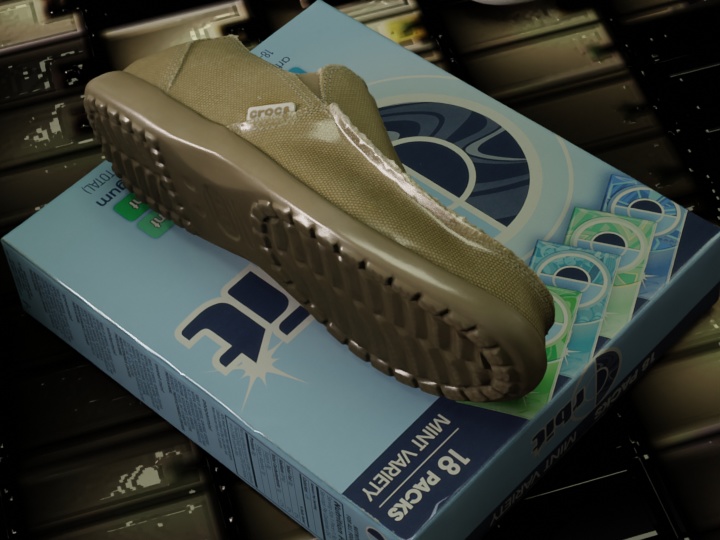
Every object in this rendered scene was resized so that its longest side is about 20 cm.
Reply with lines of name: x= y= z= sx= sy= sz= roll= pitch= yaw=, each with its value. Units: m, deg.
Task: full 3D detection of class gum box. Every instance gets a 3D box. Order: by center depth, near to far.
gum box: x=0.000 y=0.000 z=0.628 sx=0.200 sy=0.045 sz=0.170 roll=34 pitch=60 yaw=28

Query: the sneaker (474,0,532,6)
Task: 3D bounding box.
sneaker: x=0.032 y=-0.166 z=0.734 sx=0.200 sy=0.100 sz=0.075 roll=-2 pitch=47 yaw=2

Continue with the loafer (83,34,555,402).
loafer: x=-0.010 y=-0.029 z=0.574 sx=0.200 sy=0.076 sz=0.067 roll=34 pitch=67 yaw=29
